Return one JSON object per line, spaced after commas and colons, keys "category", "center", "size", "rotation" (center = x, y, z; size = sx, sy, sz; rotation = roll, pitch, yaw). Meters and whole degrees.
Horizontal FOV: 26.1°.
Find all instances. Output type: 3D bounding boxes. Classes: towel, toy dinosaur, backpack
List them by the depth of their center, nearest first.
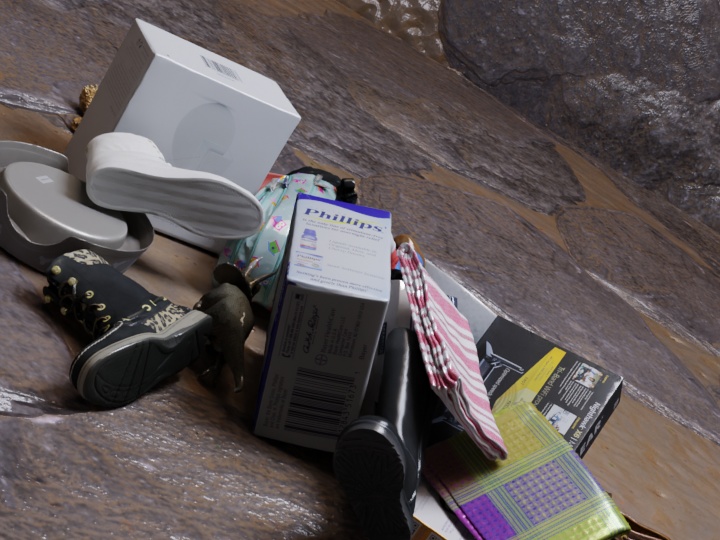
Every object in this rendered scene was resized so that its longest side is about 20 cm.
{"category": "towel", "center": [0.156, 0.216, 1.532], "size": [0.144, 0.023, 0.200], "rotation": [-24, 45, -17]}
{"category": "towel", "center": [0.094, 0.080, 1.559], "size": [0.146, 0.030, 0.200], "rotation": [53, 17, -44]}
{"category": "toy dinosaur", "center": [-0.141, 0.053, 1.578], "size": [0.077, 0.102, 0.200], "rotation": [28, 18, -13]}
{"category": "backpack", "center": [-0.090, -0.025, 1.814], "size": [0.127, 0.167, 0.200], "rotation": [17, 25, 5]}

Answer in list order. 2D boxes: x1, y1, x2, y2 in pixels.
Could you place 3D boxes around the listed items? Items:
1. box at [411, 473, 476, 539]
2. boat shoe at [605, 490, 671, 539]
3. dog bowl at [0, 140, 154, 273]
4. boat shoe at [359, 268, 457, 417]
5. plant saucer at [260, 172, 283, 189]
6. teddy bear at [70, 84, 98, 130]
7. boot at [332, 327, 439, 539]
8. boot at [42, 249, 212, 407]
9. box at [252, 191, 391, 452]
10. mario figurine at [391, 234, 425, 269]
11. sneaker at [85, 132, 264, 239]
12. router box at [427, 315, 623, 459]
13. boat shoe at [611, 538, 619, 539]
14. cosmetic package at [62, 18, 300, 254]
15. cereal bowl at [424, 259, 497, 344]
{"category": "box", "center": [0.108, 0.270, 1.534], "size": [0.200, 0.041, 0.119], "rotation": [37, 19, 6]}
{"category": "boat shoe", "center": [0.255, 0.269, 1.728], "size": [0.200, 0.068, 0.072], "rotation": [35, 18, 8]}
{"category": "dog bowl", "center": [-0.319, -0.058, 1.641], "size": [0.200, 0.059, 0.200], "rotation": [29, 18, -10]}
{"category": "boat shoe", "center": [0.056, 0.104, 1.658], "size": [0.093, 0.200, 0.075], "rotation": [17, -14, -33]}
{"category": "plant saucer", "center": [-0.068, -0.062, 2.096], "size": [0.200, 0.037, 0.200], "rotation": [43, 20, 30]}
{"category": "teddy bear", "center": [-0.295, -0.202, 2.034], "size": [0.145, 0.067, 0.200], "rotation": [40, 19, 28]}
{"category": "boot", "center": [0.032, 0.130, 1.456], "size": [0.066, 0.165, 0.200], "rotation": [5, 45, 14]}
{"category": "boot", "center": [-0.250, 0.051, 1.471], "size": [0.154, 0.074, 0.204], "rotation": [30, 22, 17]}
{"category": "box", "center": [-0.038, 0.050, 1.575], "size": [0.105, 0.184, 0.200], "rotation": [12, 27, -4]}
{"category": "mario figurine", "center": [0.000, 0.000, 1.769], "size": [0.106, 0.124, 0.200], "rotation": [4, 10, 20]}
{"category": "sneaker", "center": [-0.205, -0.101, 1.709], "size": [0.200, 0.074, 0.116], "rotation": [16, 25, -22]}
{"category": "router box", "center": [0.161, 0.161, 1.642], "size": [0.157, 0.052, 0.200], "rotation": [27, 59, 22]}
{"category": "boat shoe", "center": [0.186, 0.249, 1.658], "size": [0.200, 0.072, 0.072], "rotation": [37, 19, 14]}
{"category": "cosmetic package", "center": [-0.214, -0.156, 1.837], "size": [0.199, 0.200, 0.123], "rotation": [22, 18, -30]}
{"category": "cereal bowl", "center": [0.111, 0.075, 1.915], "size": [0.200, 0.083, 0.200], "rotation": [42, -6, 5]}
